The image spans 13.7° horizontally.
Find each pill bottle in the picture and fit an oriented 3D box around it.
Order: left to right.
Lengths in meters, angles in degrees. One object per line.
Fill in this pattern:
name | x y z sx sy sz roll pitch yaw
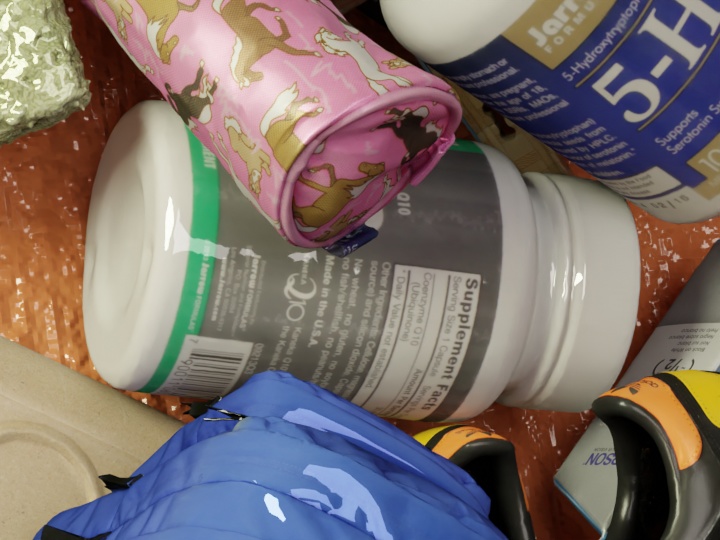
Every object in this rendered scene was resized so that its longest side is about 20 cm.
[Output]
pill bottle | 0.000 0.000 1.170 0.200 0.113 0.113 7 76 -21
pill bottle | 0.077 -0.115 1.133 0.200 0.120 0.120 31 68 -25

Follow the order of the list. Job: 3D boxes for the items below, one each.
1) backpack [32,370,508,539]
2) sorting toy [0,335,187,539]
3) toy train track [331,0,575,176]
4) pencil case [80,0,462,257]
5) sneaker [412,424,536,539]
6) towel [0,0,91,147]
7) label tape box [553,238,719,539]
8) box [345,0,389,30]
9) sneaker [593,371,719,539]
backpack | -0.032 0.122 1.045 0.162 0.200 0.168 26 66 -18
sorting toy | -0.110 0.142 1.137 0.185 0.036 0.200 27 65 -18
toy train track | 0.033 -0.090 1.218 0.200 0.115 0.033 53 21 -20
pencil case | -0.051 -0.096 1.100 0.083 0.087 0.200 -36 62 -14
sneaker | 0.039 0.158 1.162 0.070 0.090 0.200 -1 78 -22
towel | -0.205 -0.094 1.101 0.200 0.036 0.149 -16 84 12
label tape box | 0.155 0.104 1.220 0.143 0.066 0.200 47 67 -22
box | 0.058 -0.153 1.222 0.200 0.143 0.036 33 26 -13
sneaker | 0.121 0.136 1.115 0.090 0.070 0.200 3 83 -28
